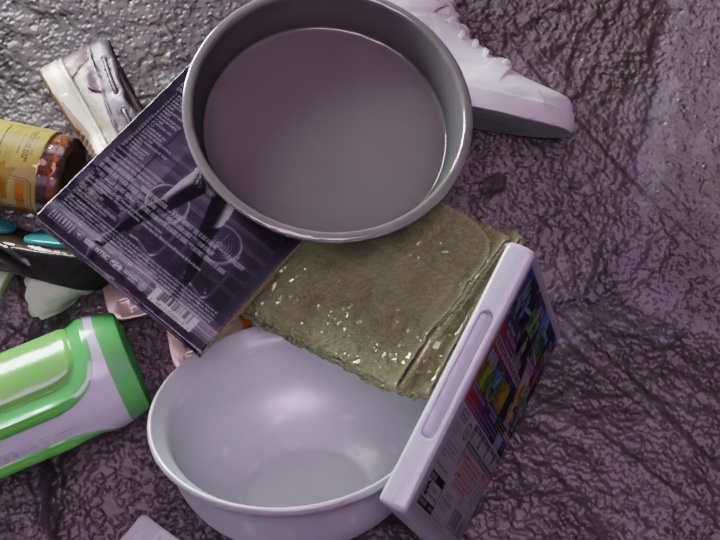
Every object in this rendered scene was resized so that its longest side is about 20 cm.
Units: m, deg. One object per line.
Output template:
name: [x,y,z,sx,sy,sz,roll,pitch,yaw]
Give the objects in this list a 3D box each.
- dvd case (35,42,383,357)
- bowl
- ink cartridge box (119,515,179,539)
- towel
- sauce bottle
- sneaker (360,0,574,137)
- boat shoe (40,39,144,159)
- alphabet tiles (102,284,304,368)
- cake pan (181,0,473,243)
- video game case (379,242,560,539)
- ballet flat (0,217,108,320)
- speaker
dvd case: [-0.102,-0.058,1.132,0.149,0.016,0.200,38,68,9]
bowl: [-0.041,0.126,1.120,0.200,0.091,0.201,-4,34,3]
ink cartridge box: [-0.119,0.289,1.108,0.200,0.050,0.162,34,61,11]
towel: [0.000,0.000,1.139,0.200,0.037,0.149,25,68,29]
sauce bottle: [-0.303,-0.086,1.198,0.199,0.066,0.066,11,78,10]
sneaker: [0.072,-0.171,1.212,0.199,0.074,0.116,15,82,4]
boat shoe: [-0.155,-0.087,1.178,0.065,0.072,0.200,-39,69,0]
alphabet tiles: [-0.096,-0.028,1.211,0.199,0.015,0.196,-12,79,-3]
cake pan: [-0.023,-0.103,1.130,0.199,0.037,0.201,3,65,-6]
video game case: [0.078,0.092,1.093,0.023,0.200,0.183,24,79,18]
ballet flat: [-0.245,-0.006,1.183,0.199,0.068,0.069,11,105,13]
speaker: [-0.252,0.101,1.148,0.199,0.088,0.089,-23,79,-5]
